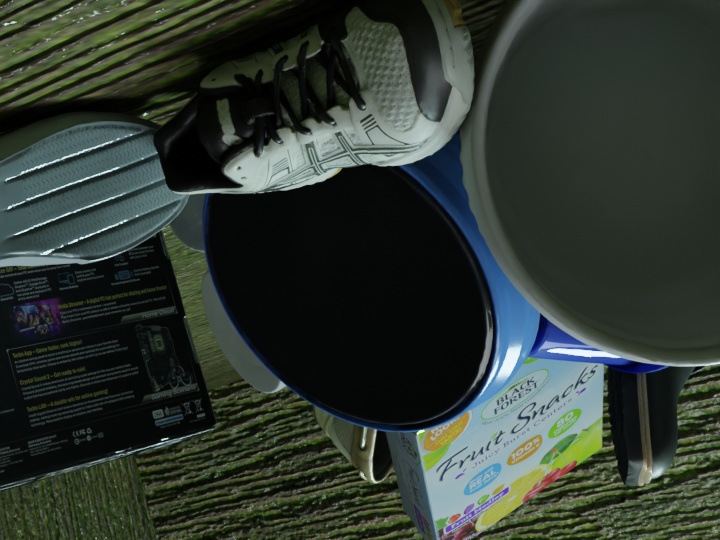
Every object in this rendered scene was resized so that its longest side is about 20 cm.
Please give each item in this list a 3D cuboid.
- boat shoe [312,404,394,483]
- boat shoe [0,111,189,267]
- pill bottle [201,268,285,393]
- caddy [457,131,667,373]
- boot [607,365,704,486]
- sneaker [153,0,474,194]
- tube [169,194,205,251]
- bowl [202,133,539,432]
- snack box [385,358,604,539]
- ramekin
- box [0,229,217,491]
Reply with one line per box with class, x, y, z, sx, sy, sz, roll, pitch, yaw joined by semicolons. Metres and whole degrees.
boat shoe;0.032;0.053;1.033;0.073;0.063;0.201;-12;145;-41
boat shoe;-0.174;-0.038;0.778;0.199;0.075;0.066;-14;-156;-41
pill bottle;-0.002;-0.003;1.107;0.199;0.110;0.109;-30;-178;-28
caddy;0.130;-0.041;0.914;0.104;0.202;0.141;2;150;-35
boot;0.219;0.032;0.979;0.136;0.202;0.078;5;155;3
sneaker;-0.026;-0.070;0.739;0.087;0.077;0.199;-17;175;-33
tube;-0.046;-0.056;1.040;0.077;0.051;0.199;-9;-173;32
bowl;0.000;0.000;0.885;0.199;0.202;0.039;-21;-163;43
snack box;0.087;0.093;1.051;0.141;0.053;0.201;-33;150;-13
ramekin;0.137;-0.059;0.766;0.198;0.203;0.105;-15;-176;-7
box;-0.181;0.029;0.852;0.199;0.162;0.043;-12;172;-45
